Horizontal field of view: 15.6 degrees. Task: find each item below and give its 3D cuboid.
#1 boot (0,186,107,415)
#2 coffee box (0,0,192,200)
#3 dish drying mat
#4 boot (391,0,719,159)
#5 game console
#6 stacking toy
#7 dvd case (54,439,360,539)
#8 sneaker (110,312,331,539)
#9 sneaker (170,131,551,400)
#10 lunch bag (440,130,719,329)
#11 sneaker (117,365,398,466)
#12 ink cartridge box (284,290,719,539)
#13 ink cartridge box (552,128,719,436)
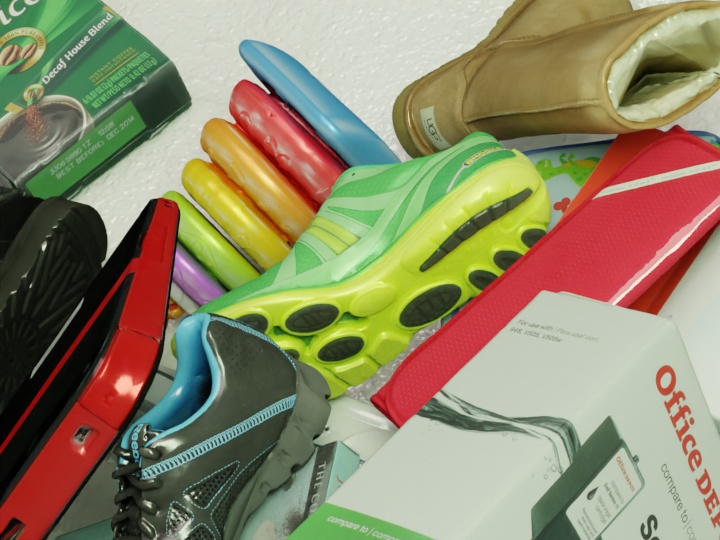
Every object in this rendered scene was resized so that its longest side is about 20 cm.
[{"bbox_3d":[-0.252,0.025,1.442,0.157,0.080,0.211,16,53,26],"label":"boot"},{"bbox_3d":[-0.205,-0.122,1.570,0.123,0.044,0.200,-38,49,-12],"label":"coffee box"},{"bbox_3d":[0.094,0.009,1.231,0.200,0.018,0.077,-41,35,-5],"label":"dish drying mat"},{"bbox_3d":[0.129,-0.109,1.345,0.175,0.066,0.200,-39,15,-28],"label":"boot"},{"bbox_3d":[-0.150,0.075,1.294,0.200,0.031,0.177,-53,13,24],"label":"game console"},{"bbox_3d":[-0.076,-0.014,1.410,0.200,0.116,0.110,-45,49,0],"label":"stacking toy"},{"bbox_3d":[-0.090,0.168,1.249,0.200,0.022,0.146,-20,43,37],"label":"dvd case"},{"bbox_3d":[-0.092,0.114,1.210,0.073,0.082,0.200,0,58,48],"label":"sneaker"},{"bbox_3d":[0.000,0.000,1.293,0.200,0.074,0.084,-28,34,4],"label":"sneaker"},{"bbox_3d":[0.118,0.028,1.298,0.160,0.083,0.200,-9,49,13],"label":"lunch bag"},{"bbox_3d":[-0.049,0.081,1.335,0.200,0.073,0.071,22,52,23],"label":"sneaker"},{"bbox_3d":[0.069,0.125,1.121,0.083,0.147,0.200,13,47,47],"label":"ink cartridge box"},{"bbox_3d":[0.164,0.002,1.216,0.200,0.047,0.160,22,64,32],"label":"ink cartridge box"}]
